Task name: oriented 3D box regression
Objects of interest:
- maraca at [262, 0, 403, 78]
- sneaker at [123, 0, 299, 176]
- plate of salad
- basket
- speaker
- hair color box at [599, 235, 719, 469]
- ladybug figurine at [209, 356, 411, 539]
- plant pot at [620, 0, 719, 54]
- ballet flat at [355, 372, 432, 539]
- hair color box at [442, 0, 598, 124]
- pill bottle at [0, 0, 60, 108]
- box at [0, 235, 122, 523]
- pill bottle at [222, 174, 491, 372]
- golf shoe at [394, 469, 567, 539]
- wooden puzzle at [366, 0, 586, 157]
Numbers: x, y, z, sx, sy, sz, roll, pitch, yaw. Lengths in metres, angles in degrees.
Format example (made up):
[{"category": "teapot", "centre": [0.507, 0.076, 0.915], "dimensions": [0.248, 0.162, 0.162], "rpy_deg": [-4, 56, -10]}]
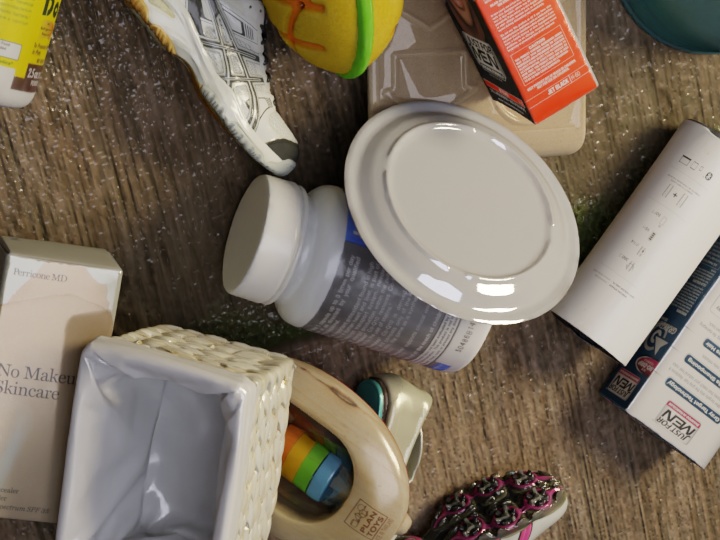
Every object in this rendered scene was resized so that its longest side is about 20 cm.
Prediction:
[{"category": "maraca", "centre": [-0.028, -0.240, 1.361], "dimensions": [0.106, 0.137, 0.202], "rpy_deg": [-15, 93, -20]}, {"category": "sneaker", "centre": [-0.093, -0.165, 1.393], "dimensions": [0.087, 0.076, 0.201], "rpy_deg": [-38, 111, -6]}, {"category": "plate of salad", "centre": [0.075, -0.041, 1.404], "dimensions": [0.198, 0.048, 0.201], "rpy_deg": [14, 53, -19]}, {"category": "basket", "centre": [-0.136, 0.150, 1.380], "dimensions": [0.134, 0.123, 0.202], "rpy_deg": [14, 104, 16]}, {"category": "speaker", "centre": [0.243, -0.022, 1.529], "dimensions": [0.081, 0.081, 0.201], "rpy_deg": [35, 90, -21]}, {"category": "hair color box", "centre": [0.304, 0.056, 1.575], "dimensions": [0.100, 0.060, 0.201], "rpy_deg": [35, 89, -21]}, {"category": "ladybug figurine", "centre": [-0.041, 0.142, 1.450], "dimensions": [0.200, 0.072, 0.136], "rpy_deg": [38, 110, 9]}, {"category": "plant pot", "centre": [0.318, -0.260, 1.443], "dimensions": [0.198, 0.188, 0.202], "rpy_deg": [-4, 104, -16]}, {"category": "ballet flat", "centre": [0.012, 0.184, 1.514], "dimensions": [0.069, 0.069, 0.202], "rpy_deg": [14, 97, -20]}, {"category": "hair color box", "centre": [0.097, -0.216, 1.379], "dimensions": [0.061, 0.102, 0.201], "rpy_deg": [-31, 112, -6]}, {"category": "pill bottle", "centre": [-0.260, -0.224, 1.310], "dimensions": [0.108, 0.109, 0.202], "rpy_deg": [14, 98, -20]}, {"category": "box", "centre": [-0.245, 0.082, 1.398], "dimensions": [0.094, 0.078, 0.202], "rpy_deg": [7, 100, -18]}, {"category": "pill bottle", "centre": [0.000, 0.000, 1.439], "dimensions": [0.199, 0.114, 0.115], "rpy_deg": [18, 96, -21]}, {"category": "golf shoe", "centre": [0.090, 0.241, 1.549], "dimensions": [0.199, 0.073, 0.092], "rpy_deg": [-30, 124, -1]}, {"category": "wooden puzzle", "centre": [0.089, -0.185, 1.466], "dimensions": [0.184, 0.046, 0.202], "rpy_deg": [-5, 108, -16]}]
